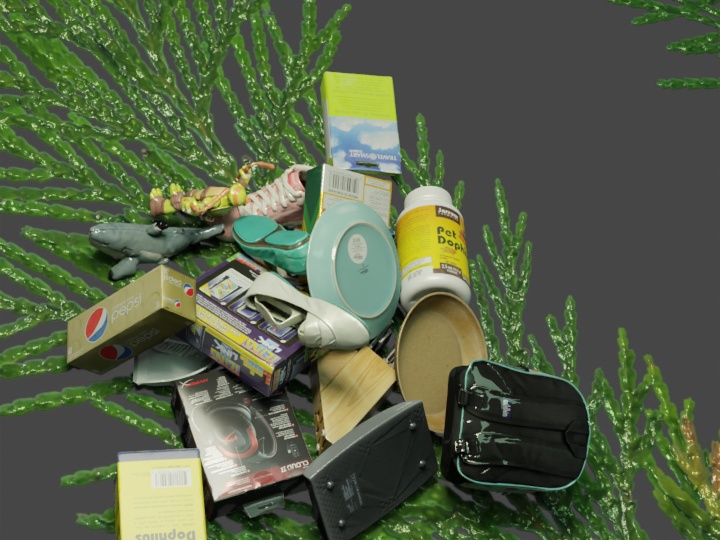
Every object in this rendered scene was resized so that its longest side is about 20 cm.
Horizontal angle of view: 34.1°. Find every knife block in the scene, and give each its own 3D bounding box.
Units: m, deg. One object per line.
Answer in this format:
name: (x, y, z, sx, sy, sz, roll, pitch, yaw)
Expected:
knife block: (0.017, 0.169, 1.683, 0.173, 0.064, 0.202, 0, 58, -13)

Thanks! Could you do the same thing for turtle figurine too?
turtle figurine: (-0.222, -0.109, 1.749, 0.159, 0.065, 0.200, -2, 24, 30)

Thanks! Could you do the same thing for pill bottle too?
pill bottle: (0.109, -0.029, 1.797, 0.108, 0.110, 0.202, 6, 51, -11)

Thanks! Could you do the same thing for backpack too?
backpack: (0.214, 0.223, 1.639, 0.197, 0.153, 0.179, 7, 76, -7)

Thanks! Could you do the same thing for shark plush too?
shark plush: (-0.298, -0.041, 1.721, 0.197, 0.084, 0.092, 5, 58, -12)

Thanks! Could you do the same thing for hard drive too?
hard drive: (0.013, 0.270, 1.590, 0.199, 0.136, 0.042, -31, 31, -28)

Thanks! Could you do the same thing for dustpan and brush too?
dustpan and brush: (-0.217, 0.101, 1.666, 0.197, 0.057, 0.141, 8, 53, -16)

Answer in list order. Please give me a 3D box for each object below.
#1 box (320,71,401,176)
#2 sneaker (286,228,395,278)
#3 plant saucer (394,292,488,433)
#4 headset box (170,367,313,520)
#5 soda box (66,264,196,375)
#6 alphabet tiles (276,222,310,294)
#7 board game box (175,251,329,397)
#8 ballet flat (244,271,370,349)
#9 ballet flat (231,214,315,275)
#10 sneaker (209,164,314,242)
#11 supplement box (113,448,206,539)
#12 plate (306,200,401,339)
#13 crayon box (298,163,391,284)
box: (0.000, -0.234, 1.939, 0.120, 0.048, 0.202, 2, 59, -12)
sneaker: (-0.043, -0.050, 1.785, 0.198, 0.070, 0.078, -19, 70, -34)
plant saucer: (0.109, 0.133, 1.699, 0.199, 0.035, 0.204, 6, 81, -44)
headset box: (-0.158, 0.234, 1.592, 0.147, 0.075, 0.202, -14, 63, -22)
soda box: (-0.310, 0.069, 1.583, 0.064, 0.199, 0.069, 27, 46, -43)
alphabet tiles: (-0.023, -0.008, 1.814, 0.193, 0.015, 0.202, 22, 57, 0)
board game box: (-0.149, 0.071, 1.639, 0.199, 0.057, 0.165, 30, 40, 23)
ballet flat: (-0.077, 0.066, 1.572, 0.199, 0.070, 0.069, 27, 53, 31)
ballet flat: (-0.124, -0.029, 1.688, 0.067, 0.071, 0.199, -29, 26, -25)
sneaker: (-0.134, -0.109, 1.790, 0.197, 0.105, 0.076, -12, 61, -14)
supplement box: (-0.253, 0.341, 1.481, 0.108, 0.109, 0.202, -1, 59, -15)
plate: (0.000, 0.000, 1.659, 0.199, 0.025, 0.203, 7, 81, -47)
crayon box: (-0.023, -0.041, 1.714, 0.124, 0.051, 0.203, 12, 76, -33)
